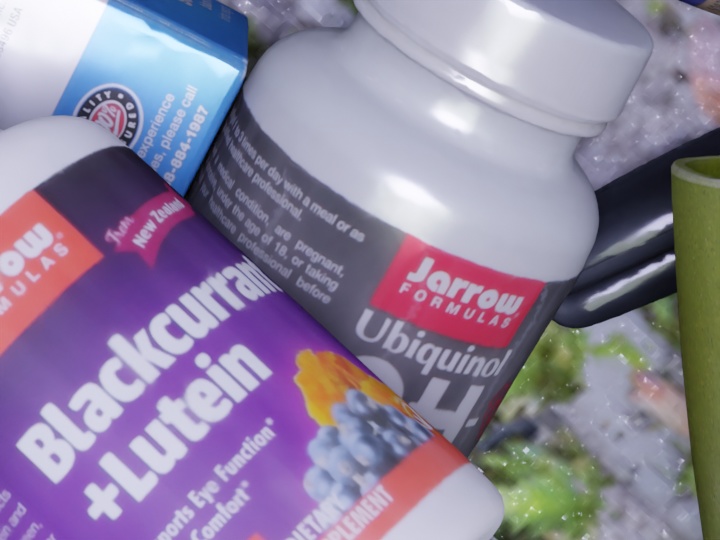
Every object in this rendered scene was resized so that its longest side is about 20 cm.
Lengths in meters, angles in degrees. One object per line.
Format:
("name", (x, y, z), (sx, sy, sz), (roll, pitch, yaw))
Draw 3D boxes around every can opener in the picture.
("can opener", (0.139, -0.039, 0.765), (0.200, 0.079, 0.063), (-34, 143, 12))

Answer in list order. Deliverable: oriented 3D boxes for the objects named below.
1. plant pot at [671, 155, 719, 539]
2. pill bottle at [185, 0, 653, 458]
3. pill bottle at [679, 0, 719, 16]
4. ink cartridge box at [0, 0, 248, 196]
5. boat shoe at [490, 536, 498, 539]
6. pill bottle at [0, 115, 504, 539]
("plant pot", (0.165, 0.078, 0.652), (0.187, 0.187, 0.200), (4, 96, -2))
("pill bottle", (0.000, 0.000, 0.732), (0.111, 0.111, 0.200), (26, 109, -8))
("pill bottle", (0.042, -0.152, 0.693), (0.200, 0.116, 0.116), (19, 105, -6))
("ink cartridge box", (-0.151, -0.049, 0.736), (0.200, 0.084, 0.145), (27, 104, -9))
("boat shoe", (0.046, 0.151, 0.751), (0.074, 0.202, 0.065), (-22, 145, 2))
("pill bottle", (-0.071, 0.032, 0.643), (0.200, 0.111, 0.111), (42, 102, 8))
